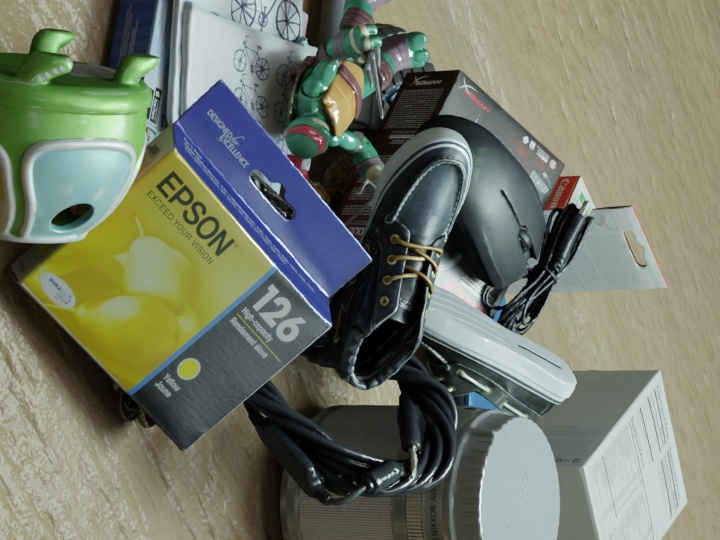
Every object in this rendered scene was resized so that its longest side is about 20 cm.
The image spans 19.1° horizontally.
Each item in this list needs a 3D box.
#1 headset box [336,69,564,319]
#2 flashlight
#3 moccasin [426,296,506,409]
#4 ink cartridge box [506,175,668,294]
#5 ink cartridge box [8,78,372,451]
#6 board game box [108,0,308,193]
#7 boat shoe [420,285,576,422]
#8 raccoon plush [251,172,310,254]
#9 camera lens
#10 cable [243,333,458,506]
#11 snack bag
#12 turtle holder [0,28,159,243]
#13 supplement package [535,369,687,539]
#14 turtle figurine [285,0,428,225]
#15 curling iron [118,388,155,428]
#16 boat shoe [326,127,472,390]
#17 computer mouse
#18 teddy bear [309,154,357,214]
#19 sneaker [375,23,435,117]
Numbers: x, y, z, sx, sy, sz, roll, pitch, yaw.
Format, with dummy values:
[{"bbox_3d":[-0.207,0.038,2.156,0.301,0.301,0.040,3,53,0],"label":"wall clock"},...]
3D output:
[{"bbox_3d":[0.066,-0.045,1.800,0.148,0.075,0.201,39,69,-32],"label":"headset box"},{"bbox_3d":[-0.004,-0.213,1.838,0.068,0.068,0.201,26,67,-54],"label":"flashlight"},{"bbox_3d":[0.087,0.082,1.969,0.080,0.068,0.201,26,65,-46],"label":"moccasin"},{"bbox_3d":[0.188,-0.034,2.011,0.109,0.199,0.050,61,41,-35],"label":"ink cartridge box"},{"bbox_3d":[-0.113,0.001,1.534,0.200,0.047,0.198,-40,121,2],"label":"ink cartridge box"},{"bbox_3d":[-0.121,-0.149,1.668,0.199,0.043,0.201,34,59,-53],"label":"board game box"},{"bbox_3d":[0.088,0.075,1.744,0.199,0.071,0.072,30,17,-27],"label":"boat shoe"},{"bbox_3d":[-0.086,0.011,1.646,0.134,0.097,0.200,-48,144,2],"label":"raccoon plush"},{"bbox_3d":[0.045,0.192,1.763,0.160,0.199,0.161,5,84,-59],"label":"camera lens"},{"bbox_3d":[-0.015,0.095,1.665,0.163,0.200,0.051,-20,143,-34],"label":"cable"},{"bbox_3d":[-0.088,-0.187,1.662,0.188,0.021,0.201,13,77,-59],"label":"snack bag"},{"bbox_3d":[-0.223,-0.087,1.412,0.185,0.140,0.133,-21,123,-66],"label":"turtle holder"},{"bbox_3d":[0.201,0.206,2.060,0.200,0.151,0.151,-41,122,-52],"label":"supplement package"},{"bbox_3d":[-0.008,-0.140,1.679,0.150,0.100,0.201,84,22,-45],"label":"turtle figurine"},{"bbox_3d":[-0.123,0.075,1.664,0.200,0.025,0.050,-24,111,-57],"label":"curling iron"},{"bbox_3d":[0.036,-0.005,1.621,0.070,0.201,0.091,15,30,-25],"label":"boat shoe"},{"bbox_3d":[0.117,-0.050,1.759,0.200,0.053,0.139,46,66,-30],"label":"computer mouse"},{"bbox_3d":[0.000,0.000,1.832,0.145,0.066,0.201,-25,109,-54],"label":"teddy bear"},{"bbox_3d":[0.040,-0.122,1.913,0.075,0.087,0.201,-24,89,-24],"label":"sneaker"}]
